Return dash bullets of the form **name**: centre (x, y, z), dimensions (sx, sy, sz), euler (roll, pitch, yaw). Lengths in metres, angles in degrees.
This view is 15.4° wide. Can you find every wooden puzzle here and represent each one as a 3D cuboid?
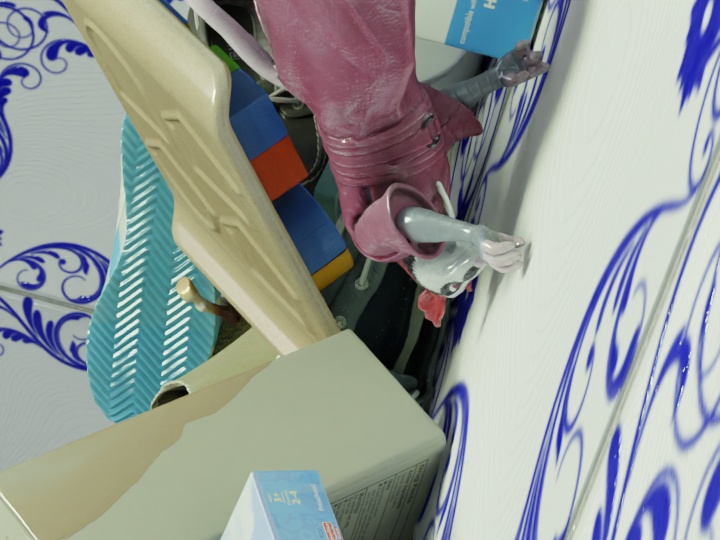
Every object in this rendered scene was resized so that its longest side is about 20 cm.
- **wooden puzzle**: centre (-0.067, -0.057, 1.265), dimensions (0.185, 0.046, 0.200), euler (44, 161, 47)

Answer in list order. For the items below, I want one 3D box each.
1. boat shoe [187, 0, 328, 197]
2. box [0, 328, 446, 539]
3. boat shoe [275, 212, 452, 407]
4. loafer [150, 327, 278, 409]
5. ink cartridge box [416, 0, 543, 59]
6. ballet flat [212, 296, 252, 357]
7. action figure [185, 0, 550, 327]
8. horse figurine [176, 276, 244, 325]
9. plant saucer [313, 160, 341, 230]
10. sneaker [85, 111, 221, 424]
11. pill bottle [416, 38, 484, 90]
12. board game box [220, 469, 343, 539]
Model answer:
- **boat shoe**: centre (-0.059, -0.106, 1.420), dimensions (0.200, 0.067, 0.057), euler (-110, 9, -49)
- **box**: centre (-0.068, 0.111, 1.179), dimensions (0.078, 0.200, 0.095), euler (48, 140, 28)
- **boat shoe**: centre (0.000, 0.053, 1.308), dimensions (0.062, 0.073, 0.201), euler (12, 84, 62)
- **loafer**: centre (-0.073, 0.075, 1.470), dimensions (0.076, 0.068, 0.200), euler (-10, 43, 59)
- **ink cartridge box**: centre (-0.007, -0.175, 1.299), dimensions (0.116, 0.199, 0.067), euler (-84, 10, -63)
- **ballet flat**: centre (-0.060, 0.010, 1.571), dimensions (0.071, 0.070, 0.201), euler (157, 133, -85)
- **action figure**: centre (0.002, -0.061, 1.144), dimensions (0.134, 0.148, 0.201), euler (-67, -34, -60)
- **horse figurine**: centre (-0.053, -0.020, 1.447), dimensions (0.050, 0.132, 0.200), euler (-38, 47, 24)
- **plant saucer**: centre (0.000, 0.000, 1.416), dimensions (0.200, 0.019, 0.070), euler (82, -153, -51)
- **sneaker**: centre (-0.109, -0.006, 1.540), dimensions (0.081, 0.076, 0.201), euler (-22, -58, -82)
- **pill bottle**: centre (0.014, -0.135, 1.501), dimensions (0.200, 0.112, 0.113), euler (162, 122, -85)
- **board game box**: centre (-0.042, 0.205, 1.100), dimensions (0.200, 0.036, 0.151), euler (-65, 34, 37)
